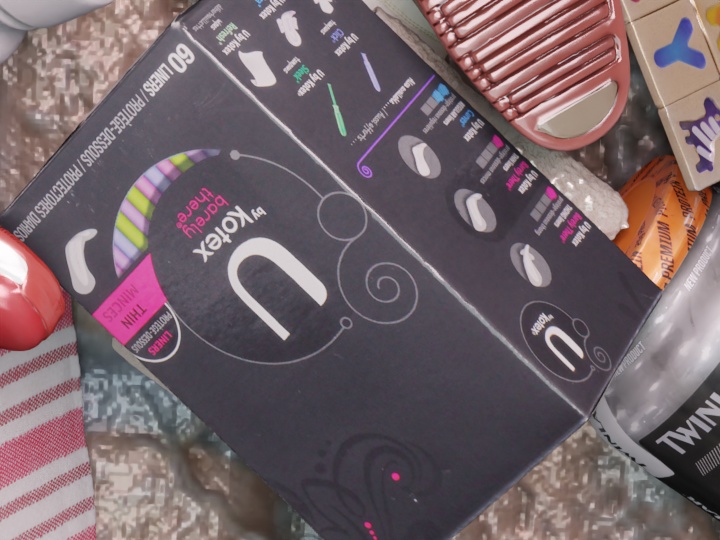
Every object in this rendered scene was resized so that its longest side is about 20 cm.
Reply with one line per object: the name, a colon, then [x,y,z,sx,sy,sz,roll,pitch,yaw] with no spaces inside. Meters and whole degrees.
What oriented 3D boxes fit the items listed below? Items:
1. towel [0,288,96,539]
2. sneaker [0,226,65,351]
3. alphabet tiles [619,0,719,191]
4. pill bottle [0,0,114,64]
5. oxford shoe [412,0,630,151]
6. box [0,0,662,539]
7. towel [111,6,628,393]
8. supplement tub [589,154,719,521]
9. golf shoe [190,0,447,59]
towel: [-0.160,0.105,1.106,0.030,0.146,0.201,4,107,29]
sneaker: [-0.214,0.025,0.993,0.199,0.078,0.116,13,62,14]
alphabet tiles: [0.167,-0.088,1.049,0.167,0.008,0.200,-26,96,-38]
pill bottle: [-0.193,-0.114,1.028,0.200,0.113,0.114,-17,105,22]
oxford shoe: [0.036,-0.132,1.011,0.070,0.075,0.200,-26,86,-7]
box: [-0.010,-0.004,1.009,0.200,0.106,0.122,43,124,-3]
towel: [0.000,0.000,1.102,0.132,0.035,0.200,37,123,-11]
supplement tub: [0.175,0.048,1.099,0.200,0.123,0.123,34,102,-9]
golf shoe: [-0.051,-0.126,1.076,0.200,0.075,0.092,23,107,-5]
